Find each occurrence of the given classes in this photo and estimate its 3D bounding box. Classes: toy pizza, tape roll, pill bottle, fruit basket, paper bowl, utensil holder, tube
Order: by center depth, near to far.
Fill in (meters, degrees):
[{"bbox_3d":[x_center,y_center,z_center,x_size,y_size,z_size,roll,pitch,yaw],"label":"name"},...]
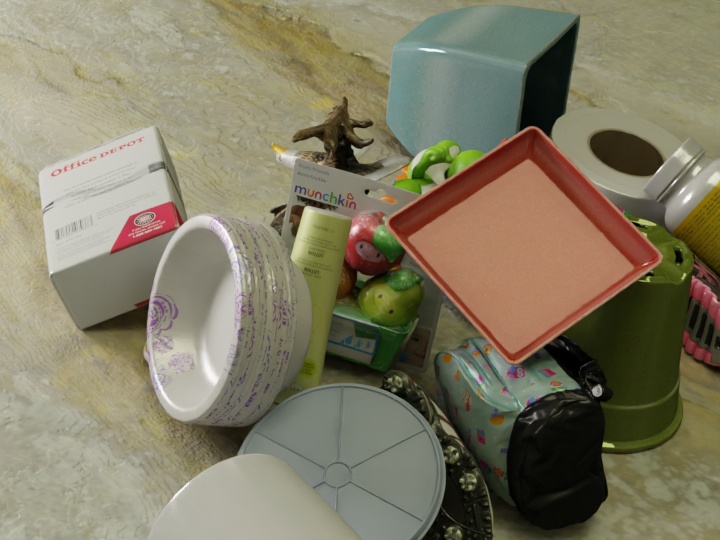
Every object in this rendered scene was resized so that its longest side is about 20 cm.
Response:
[{"bbox_3d":[-0.060,0.268,1.323,0.169,0.171,0.200,-14,39,-33],"label":"utensil holder"},{"bbox_3d":[-0.020,0.195,1.515,0.198,0.032,0.202,-3,55,4],"label":"toy pizza"},{"bbox_3d":[-0.121,0.051,1.590,0.104,0.202,0.201,8,30,-34],"label":"paper bowl"},{"bbox_3d":[-0.055,0.039,1.647,0.052,0.202,0.058,10,8,-43],"label":"tube"},{"bbox_3d":[0.000,0.000,1.698,0.184,0.201,0.094,17,34,8],"label":"fruit basket"},{"bbox_3d":[0.434,-0.059,1.935,0.200,0.113,0.112,44,41,7],"label":"pill bottle"},{"bbox_3d":[0.326,-0.122,2.074,0.200,0.071,0.203,10,37,-8],"label":"tape roll"}]

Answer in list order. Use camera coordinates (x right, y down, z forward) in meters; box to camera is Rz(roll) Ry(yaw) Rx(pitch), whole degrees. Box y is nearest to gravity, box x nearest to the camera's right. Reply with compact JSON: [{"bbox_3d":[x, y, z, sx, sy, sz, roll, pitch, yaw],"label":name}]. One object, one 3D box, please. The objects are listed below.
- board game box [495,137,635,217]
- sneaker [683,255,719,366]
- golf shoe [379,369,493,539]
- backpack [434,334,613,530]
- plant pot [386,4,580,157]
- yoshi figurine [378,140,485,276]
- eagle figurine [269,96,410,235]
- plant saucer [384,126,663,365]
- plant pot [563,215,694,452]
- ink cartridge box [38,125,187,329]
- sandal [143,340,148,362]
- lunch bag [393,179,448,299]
[{"bbox_3d":[0.228,-0.045,1.886,0.199,0.040,0.154,30,43,-14],"label":"board game box"},{"bbox_3d":[0.395,0.035,1.887,0.095,0.079,0.200,4,34,-31],"label":"sneaker"},{"bbox_3d":[0.081,0.183,1.565,0.088,0.077,0.201,24,33,-56],"label":"golf shoe"},{"bbox_3d":[0.155,0.136,1.593,0.125,0.168,0.200,-8,32,-18],"label":"backpack"},{"bbox_3d":[0.144,-0.229,2.094,0.199,0.198,0.196,18,34,20],"label":"plant pot"},{"bbox_3d":[0.090,-0.081,1.791,0.112,0.113,0.200,38,40,-3],"label":"yoshi figurine"},{"bbox_3d":[-0.047,-0.088,1.821,0.150,0.201,0.151,-2,36,-26],"label":"eagle figurine"},{"bbox_3d":[0.157,-0.021,1.601,0.199,0.037,0.200,-33,66,-19],"label":"plant saucer"},{"bbox_3d":[0.264,0.051,1.711,0.198,0.191,0.201,8,33,-5],"label":"plant pot"},{"bbox_3d":[-0.259,-0.049,1.754,0.144,0.084,0.201,-21,38,1],"label":"ink cartridge box"},{"bbox_3d":[-0.164,0.031,1.731,0.079,0.060,0.207,17,34,8],"label":"sandal"},{"bbox_3d":[0.136,-0.022,1.890,0.150,0.094,0.200,-18,55,-41],"label":"lunch bag"}]
